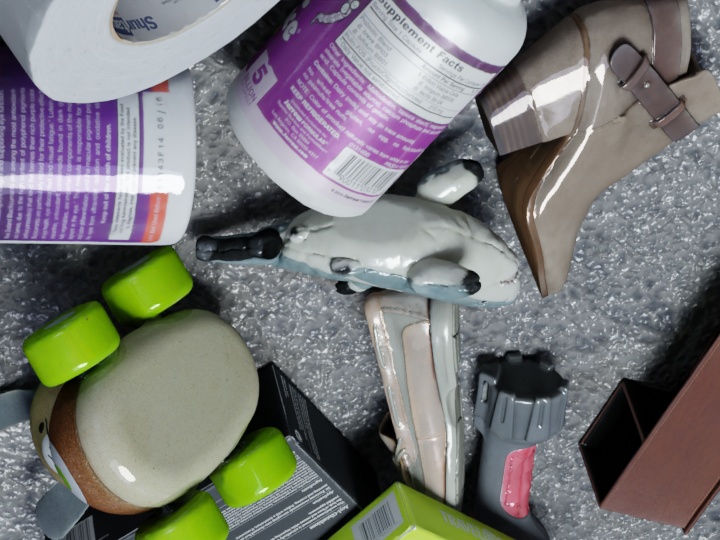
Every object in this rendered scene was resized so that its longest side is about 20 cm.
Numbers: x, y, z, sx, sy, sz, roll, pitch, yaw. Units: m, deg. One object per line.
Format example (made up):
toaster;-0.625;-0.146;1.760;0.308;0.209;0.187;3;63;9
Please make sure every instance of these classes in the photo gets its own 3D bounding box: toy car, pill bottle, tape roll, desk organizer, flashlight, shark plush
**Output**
toy car;-0.172;0.106;1.306;0.199;0.158;0.165;-23;101;39
pill bottle;0.023;-0.134;1.167;0.112;0.113;0.200;29;117;-32
tape roll;-0.102;-0.175;1.060;0.200;0.066;0.200;-35;166;-10
desk organizer;0.237;0.085;1.436;0.076;0.072;0.201;15;124;-22
pill bottle;-0.198;-0.071;1.163;0.198;0.112;0.112;1;130;-15
flashlight;0.114;0.152;1.465;0.067;0.068;0.201;-22;136;-31
shark plush;0.000;0.000;1.278;0.198;0.091;0.083;-9;153;-3

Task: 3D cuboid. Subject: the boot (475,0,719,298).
boot;0.156;-0.080;1.280;0.145;0.070;0.201;-24;137;-3

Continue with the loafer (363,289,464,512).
loafer;0.038;0.092;1.401;0.062;0.072;0.201;1;125;6

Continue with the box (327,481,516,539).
box;0.057;0.228;1.432;0.122;0.048;0.199;-42;132;22

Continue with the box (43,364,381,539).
box;-0.099;0.176;1.421;0.199;0.079;0.141;-31;128;12
